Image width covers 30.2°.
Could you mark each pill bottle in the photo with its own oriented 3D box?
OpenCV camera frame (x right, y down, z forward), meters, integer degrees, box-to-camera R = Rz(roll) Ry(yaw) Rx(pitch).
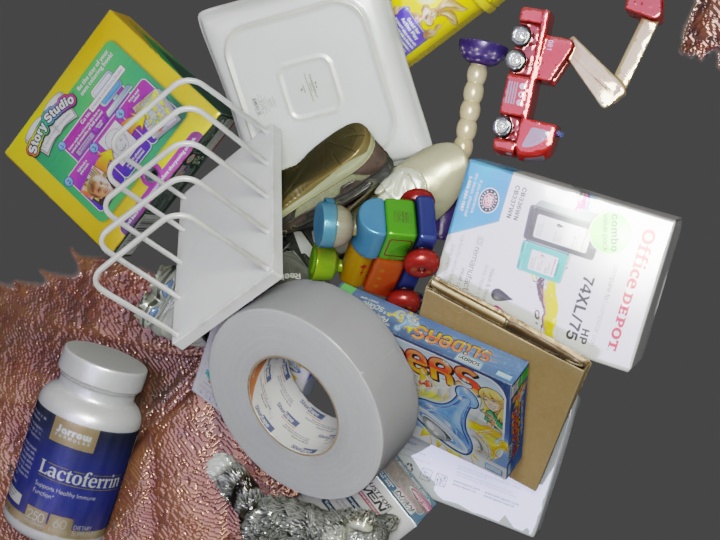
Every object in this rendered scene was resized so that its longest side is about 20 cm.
[{"bbox_3d":[-0.303,0.186,1.439,0.115,0.116,0.202,20,97,14],"label":"pill bottle"}]

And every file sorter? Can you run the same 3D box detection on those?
[{"bbox_3d":[-0.163,-0.061,1.256,0.138,0.124,0.201,-34,39,28],"label":"file sorter"}]

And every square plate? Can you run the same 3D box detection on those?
[{"bbox_3d":[-0.047,-0.182,1.318,0.196,0.028,0.202,-12,108,18],"label":"square plate"}]

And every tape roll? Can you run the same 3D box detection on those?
[{"bbox_3d":[-0.045,0.111,1.246,0.199,0.066,0.202,18,125,28],"label":"tape roll"}]

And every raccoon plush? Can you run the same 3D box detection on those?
[{"bbox_3d":[-0.059,0.230,1.295,0.134,0.097,0.200,-44,82,19],"label":"raccoon plush"}]

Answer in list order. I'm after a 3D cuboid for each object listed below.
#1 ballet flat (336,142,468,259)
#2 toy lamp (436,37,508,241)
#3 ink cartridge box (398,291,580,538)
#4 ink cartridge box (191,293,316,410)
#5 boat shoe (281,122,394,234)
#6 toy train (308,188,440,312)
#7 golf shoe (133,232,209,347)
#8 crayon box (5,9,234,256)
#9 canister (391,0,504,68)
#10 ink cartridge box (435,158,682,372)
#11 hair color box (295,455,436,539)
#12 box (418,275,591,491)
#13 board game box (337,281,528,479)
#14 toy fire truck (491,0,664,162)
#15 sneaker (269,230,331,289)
[{"bbox_3d":[0.026,-0.059,1.328,0.200,0.069,0.070,-38,81,38],"label":"ballet flat"},{"bbox_3d":[0.104,-0.129,1.345,0.058,0.058,0.202,13,93,15],"label":"toy lamp"},{"bbox_3d":[0.116,0.142,1.354,0.198,0.041,0.202,19,99,16],"label":"ink cartridge box"},{"bbox_3d":[-0.101,0.092,1.362,0.119,0.042,0.201,36,140,12],"label":"ink cartridge box"},{"bbox_3d":[-0.053,-0.069,1.321,0.200,0.072,0.066,-33,124,28],"label":"boat shoe"},{"bbox_3d":[0.000,0.000,1.291,0.115,0.201,0.085,5,57,-12],"label":"toy train"},{"bbox_3d":[-0.157,-0.011,1.426,0.097,0.078,0.201,29,103,-7],"label":"golf shoe"},{"bbox_3d":[-0.261,-0.147,1.445,0.172,0.058,0.200,43,102,12],"label":"crayon box"},{"bbox_3d":[0.028,-0.276,1.345,0.199,0.086,0.149,-35,84,16],"label":"canister"},{"bbox_3d":[0.190,-0.008,1.275,0.198,0.146,0.148,17,97,15],"label":"ink cartridge box"},{"bbox_3d":[-0.027,0.265,1.369,0.200,0.060,0.100,-43,83,28],"label":"hair color box"},{"bbox_3d":[0.119,0.111,1.255,0.163,0.021,0.201,28,140,15],"label":"box"},{"bbox_3d":[0.060,0.103,1.250,0.199,0.034,0.136,22,139,25],"label":"board game box"},{"bbox_3d":[0.215,-0.200,1.312,0.140,0.049,0.202,13,95,15],"label":"toy fire truck"},{"bbox_3d":[-0.070,-0.004,1.379,0.066,0.090,0.202,-21,86,15],"label":"sneaker"}]
